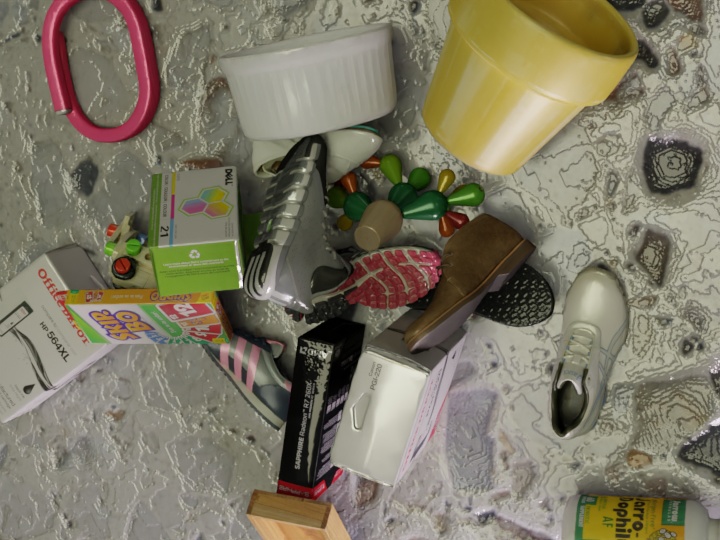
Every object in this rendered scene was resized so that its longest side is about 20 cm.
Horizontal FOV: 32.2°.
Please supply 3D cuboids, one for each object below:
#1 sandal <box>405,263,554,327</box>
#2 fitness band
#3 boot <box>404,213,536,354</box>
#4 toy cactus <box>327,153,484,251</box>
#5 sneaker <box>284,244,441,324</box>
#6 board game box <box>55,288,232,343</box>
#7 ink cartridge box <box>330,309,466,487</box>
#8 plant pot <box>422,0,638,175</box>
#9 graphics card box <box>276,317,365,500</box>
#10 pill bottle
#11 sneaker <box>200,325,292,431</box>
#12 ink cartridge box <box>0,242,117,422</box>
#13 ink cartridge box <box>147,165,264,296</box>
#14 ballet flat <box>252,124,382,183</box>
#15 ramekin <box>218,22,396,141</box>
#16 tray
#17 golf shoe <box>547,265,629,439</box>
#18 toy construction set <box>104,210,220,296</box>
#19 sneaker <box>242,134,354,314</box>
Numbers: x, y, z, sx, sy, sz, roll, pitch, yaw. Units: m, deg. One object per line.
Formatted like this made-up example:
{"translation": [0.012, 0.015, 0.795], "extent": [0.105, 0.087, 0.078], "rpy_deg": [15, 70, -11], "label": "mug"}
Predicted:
{"translation": [0.139, 0.021, 1.461], "extent": [0.199, 0.048, 0.076], "rpy_deg": [8, 88, 31], "label": "sandal"}
{"translation": [-0.327, -0.261, 1.570], "extent": [0.143, 0.037, 0.201], "rpy_deg": [-8, 98, 19], "label": "fitness band"}
{"translation": [0.103, 0.014, 1.365], "extent": [0.075, 0.200, 0.074], "rpy_deg": [43, 150, 9], "label": "boot"}
{"translation": [0.037, -0.066, 1.424], "extent": [0.199, 0.165, 0.103], "rpy_deg": [11, 123, 21], "label": "toy cactus"}
{"translation": [0.000, 0.000, 1.479], "extent": [0.199, 0.075, 0.081], "rpy_deg": [-11, 123, 19], "label": "sneaker"}
{"translation": [-0.262, 0.055, 1.501], "extent": [0.199, 0.096, 0.030], "rpy_deg": [1, 57, 11], "label": "board game box"}
{"translation": [0.046, 0.140, 1.426], "extent": [0.084, 0.200, 0.146], "rpy_deg": [20, 105, 14], "label": "ink cartridge box"}
{"translation": [0.165, -0.215, 1.345], "extent": [0.200, 0.201, 0.189], "rpy_deg": [38, 124, 9], "label": "plant pot"}
{"translation": [-0.047, 0.166, 1.502], "extent": [0.051, 0.125, 0.201], "rpy_deg": [13, 104, 16], "label": "graphics card box"}
{"translation": [0.333, 0.313, 1.408], "extent": [0.199, 0.113, 0.114], "rpy_deg": [0, 99, 19], "label": "pill bottle"}
{"translation": [-0.140, 0.101, 1.563], "extent": [0.082, 0.070, 0.200], "rpy_deg": [-41, 84, -2], "label": "sneaker"}
{"translation": [-0.419, 0.081, 1.631], "extent": [0.200, 0.084, 0.146], "rpy_deg": [-36, 87, 20], "label": "ink cartridge box"}
{"translation": [-0.140, -0.053, 1.450], "extent": [0.199, 0.148, 0.076], "rpy_deg": [-7, 129, -2], "label": "ink cartridge box"}
{"translation": [-0.054, -0.130, 1.455], "extent": [0.199, 0.069, 0.070], "rpy_deg": [4, 101, 44], "label": "ballet flat"}
{"translation": [-0.053, -0.212, 1.408], "extent": [0.199, 0.200, 0.098], "rpy_deg": [-7, 105, 19], "label": "ramekin"}
{"translation": [-0.063, 0.325, 1.510], "extent": [0.098, 0.200, 0.037], "rpy_deg": [7, 59, 17], "label": "tray"}
{"translation": [0.254, 0.098, 1.408], "extent": [0.078, 0.097, 0.201], "rpy_deg": [9, 100, 18], "label": "golf shoe"}
{"translation": [-0.236, -0.018, 1.538], "extent": [0.199, 0.092, 0.132], "rpy_deg": [14, 59, 16], "label": "toy construction set"}
{"translation": [-0.051, -0.044, 1.390], "extent": [0.115, 0.075, 0.201], "rpy_deg": [27, 72, -26], "label": "sneaker"}
